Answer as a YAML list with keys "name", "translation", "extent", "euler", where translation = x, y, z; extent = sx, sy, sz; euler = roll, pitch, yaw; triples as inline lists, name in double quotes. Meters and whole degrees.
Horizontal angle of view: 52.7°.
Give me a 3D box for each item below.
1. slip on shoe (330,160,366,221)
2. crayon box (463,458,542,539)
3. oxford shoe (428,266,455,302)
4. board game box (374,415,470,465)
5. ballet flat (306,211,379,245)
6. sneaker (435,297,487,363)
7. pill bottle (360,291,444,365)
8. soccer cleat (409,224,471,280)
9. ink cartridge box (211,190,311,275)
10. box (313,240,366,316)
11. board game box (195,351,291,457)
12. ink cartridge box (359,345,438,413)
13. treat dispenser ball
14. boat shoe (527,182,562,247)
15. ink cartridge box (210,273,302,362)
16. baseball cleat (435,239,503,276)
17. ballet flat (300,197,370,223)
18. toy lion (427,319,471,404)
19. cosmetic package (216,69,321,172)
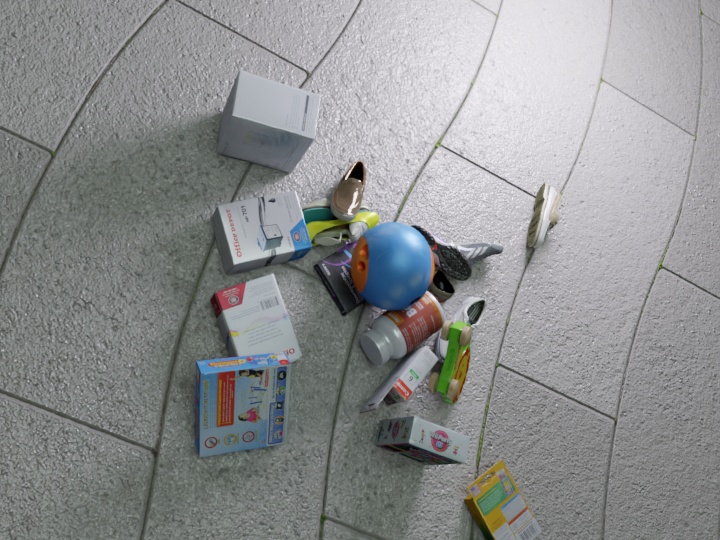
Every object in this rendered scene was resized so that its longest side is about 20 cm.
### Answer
- name: "slip on shoe"
  translation: [-0.022, -0.197, 1.778]
  extent: [0.075, 0.061, 0.201]
  euler: [22, 39, 0]
- name: "crayon box"
  translation: [0.337, 0.579, 1.761]
  extent: [0.124, 0.051, 0.203]
  euler: [-28, 88, -26]
- name: "oxford shoe"
  translation: [0.165, -0.006, 1.841]
  extent: [0.199, 0.075, 0.071]
  euler: [42, 67, -6]
- name: "board game box"
  translation: [0.137, 0.388, 1.649]
  extent: [0.145, 0.200, 0.065]
  euler: [23, 68, -14]
- name: "ballet flat"
  translation: [-0.043, -0.094, 1.771]
  extent: [0.196, 0.068, 0.068]
  euler: [-9, 42, -12]
- name: "sneaker"
  translation: [0.254, 0.143, 1.837]
  extent: [0.073, 0.071, 0.202]
  euler: [36, 66, -9]
- name: "pill bottle"
  translation: [0.100, 0.140, 1.753]
  extent: [0.198, 0.112, 0.113]
  euler: [-32, 88, -27]
- name: "soccer cleat"
  translation: [0.198, -0.048, 1.839]
  extent: [0.198, 0.073, 0.069]
  euler: [35, 95, 1]
- name: "ink cartridge box"
  translation: [-0.231, -0.089, 1.698]
  extent: [0.197, 0.086, 0.149]
  euler: [-14, 81, -26]
- name: "box"
  translation: [0.000, 0.000, 1.794]
  extent: [0.198, 0.036, 0.144]
  euler: [-32, 89, -25]
- name: "board game box"
  translation: [-0.250, 0.283, 1.543]
  extent: [0.192, 0.056, 0.204]
  euler: [-3, 113, -23]
- name: "ink cartridge box"
  translation: [0.091, 0.272, 1.714]
  extent: [0.050, 0.109, 0.200]
  euler: [44, 64, -5]
- name: "treat dispenser ball"
  translation: [0.074, -0.010, 1.697]
  extent: [0.197, 0.201, 0.206]
  euler: [6, 73, -20]
- name: "boat shoe"
  translation: [0.518, -0.147, 2.026]
  extent: [0.067, 0.075, 0.203]
  euler: [23, 67, -8]
- name: "ink cartridge box"
  translation: [-0.235, 0.131, 1.634]
  extent: [0.143, 0.083, 0.204]
  euler: [-17, 83, -25]
- name: "baseball cleat"
  translation: [0.284, -0.028, 1.909]
  extent: [0.195, 0.070, 0.109]
  euler: [0, 81, -12]
- name: "ballet flat"
  translation: [-0.069, -0.149, 1.804]
  extent: [0.196, 0.068, 0.063]
  euler: [1, 47, -26]
- name: "toy lion"
  translation: [0.230, 0.222, 1.744]
  extent: [0.067, 0.191, 0.204]
  euler: [14, 94, 22]
- name: "cosmetic package"
  translation: [-0.220, -0.343, 1.708]
  extent: [0.196, 0.199, 0.126]
  euler: [14, 70, -17]
